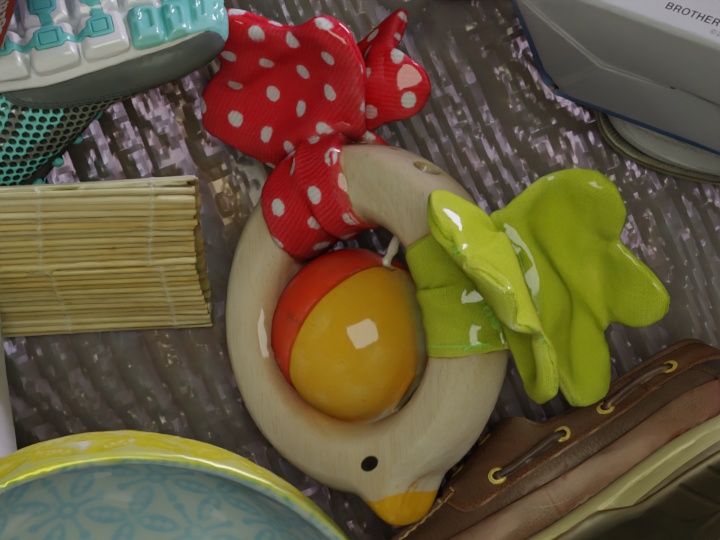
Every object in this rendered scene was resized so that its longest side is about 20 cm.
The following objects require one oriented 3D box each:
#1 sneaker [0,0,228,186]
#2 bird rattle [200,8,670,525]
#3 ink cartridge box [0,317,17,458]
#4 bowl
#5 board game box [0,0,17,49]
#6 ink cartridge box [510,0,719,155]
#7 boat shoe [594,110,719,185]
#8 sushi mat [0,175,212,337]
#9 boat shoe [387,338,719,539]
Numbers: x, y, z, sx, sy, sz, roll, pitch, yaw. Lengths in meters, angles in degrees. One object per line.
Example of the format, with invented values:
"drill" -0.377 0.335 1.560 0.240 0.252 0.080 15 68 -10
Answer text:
"sneaker" -0.138 -0.057 0.774 0.199 0.091 0.078 -16 41 9
"bird rattle" 0.000 0.000 0.761 0.200 0.113 0.163 34 111 25
"ink cartridge box" -0.234 0.040 0.713 0.199 0.145 0.088 -11 63 5
"bowl" -0.091 0.137 0.734 0.199 0.108 0.201 -4 109 -13
"board game box" -0.182 -0.170 0.693 0.200 0.103 0.019 46 55 10
"ink cartridge box" 0.168 -0.141 0.770 0.136 0.076 0.200 25 70 30
"boat shoe" 0.194 -0.069 0.805 0.199 0.068 0.075 2 86 -2
"sushi mat" -0.157 -0.001 0.772 0.199 0.096 0.012 -3 57 -4
"boat shoe" 0.066 0.094 0.789 0.200 0.072 0.068 -29 53 2
